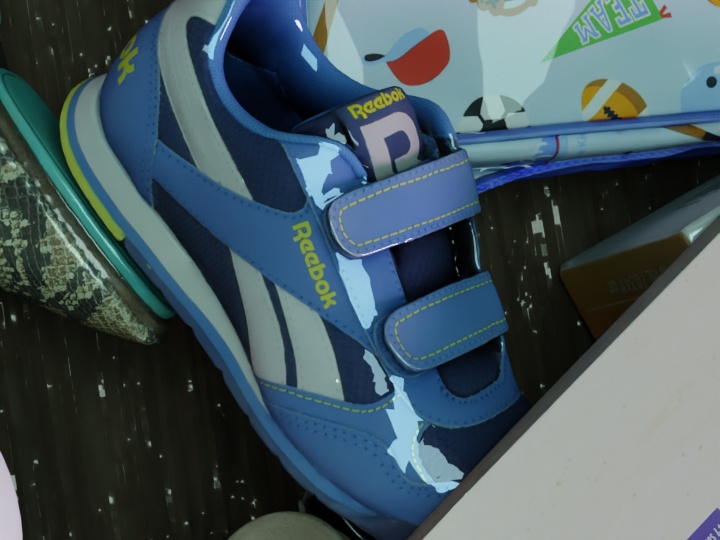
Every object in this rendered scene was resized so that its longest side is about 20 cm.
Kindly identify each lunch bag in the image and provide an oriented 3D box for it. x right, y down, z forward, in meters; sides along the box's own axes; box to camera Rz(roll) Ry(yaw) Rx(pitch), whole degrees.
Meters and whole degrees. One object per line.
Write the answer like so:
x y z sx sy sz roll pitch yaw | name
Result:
0.053 -0.102 0.881 0.200 0.076 0.160 -6 88 -15 | lunch bag

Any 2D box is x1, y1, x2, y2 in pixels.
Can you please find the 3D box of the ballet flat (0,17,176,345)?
-0.127 -0.055 0.843 0.075 0.068 0.200 -27 85 7 | ballet flat

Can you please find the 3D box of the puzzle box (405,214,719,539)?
0.112 0.063 0.764 0.200 0.025 0.133 -43 94 -19 | puzzle box

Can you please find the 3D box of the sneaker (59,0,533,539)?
0.000 0.000 0.786 0.200 0.082 0.074 49 31 11 | sneaker

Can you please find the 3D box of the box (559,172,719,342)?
0.163 0.058 0.864 0.097 0.124 0.200 -29 91 -14 | box

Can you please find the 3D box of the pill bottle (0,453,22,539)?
-0.149 0.073 0.747 0.113 0.200 0.113 1 84 -13 | pill bottle

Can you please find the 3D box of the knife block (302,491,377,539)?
0.052 0.142 0.854 0.200 0.064 0.176 9 71 -24 | knife block

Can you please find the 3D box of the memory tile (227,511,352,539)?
-0.065 0.170 0.782 0.200 0.017 0.153 -32 60 13 | memory tile
